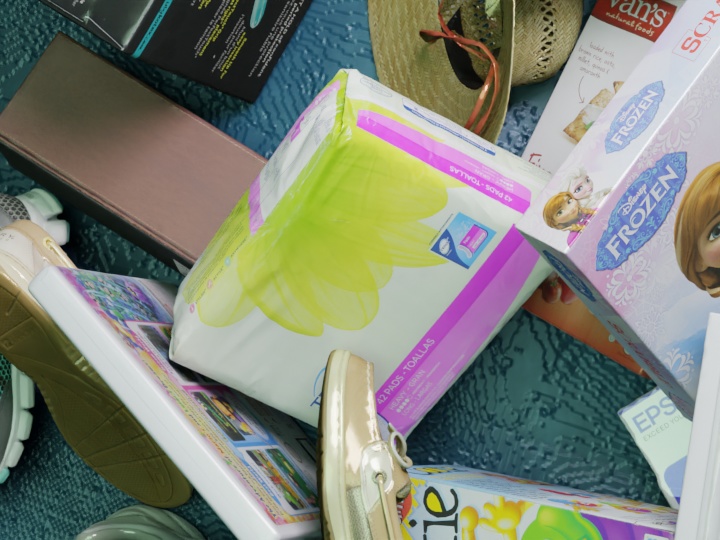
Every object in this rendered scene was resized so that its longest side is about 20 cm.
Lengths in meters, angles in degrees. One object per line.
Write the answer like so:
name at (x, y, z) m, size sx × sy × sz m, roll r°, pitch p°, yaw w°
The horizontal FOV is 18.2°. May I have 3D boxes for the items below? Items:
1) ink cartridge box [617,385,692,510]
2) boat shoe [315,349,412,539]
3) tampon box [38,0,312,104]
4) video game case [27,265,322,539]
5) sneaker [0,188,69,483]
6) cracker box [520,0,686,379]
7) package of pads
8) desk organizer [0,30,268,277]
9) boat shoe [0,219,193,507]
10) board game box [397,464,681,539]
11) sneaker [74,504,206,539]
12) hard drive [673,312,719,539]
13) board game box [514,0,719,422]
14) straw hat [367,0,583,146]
ink cartridge box at (0.274, 0.111, 1.228) m, size 0.197 × 0.043 × 0.201 m, roll -33°, pitch 77°, yaw 14°
boat shoe at (0.011, 0.142, 1.194) m, size 0.063 × 0.073 × 0.202 m, roll -4°, pitch 76°, yaw -3°
tampon box at (-0.108, -0.201, 1.288) m, size 0.126 × 0.200 × 0.151 m, roll 33°, pitch 96°, yaw 17°
video game case at (-0.086, 0.079, 1.276) m, size 0.024 × 0.182 × 0.200 m, roll -44°, pitch 75°, yaw 10°
sneaker at (-0.245, 0.043, 1.371) m, size 0.077 × 0.091 × 0.202 m, roll 4°, pitch 83°, yaw 55°
cracker box at (0.161, -0.055, 1.248) m, size 0.134 × 0.058 × 0.201 m, roll 30°, pitch 96°, yaw 37°
package of pads at (0.000, 0.000, 1.227) m, size 0.154 × 0.068 × 0.200 m, roll 26°, pitch 125°, yaw -17°
desk organizer at (-0.119, -0.055, 1.349) m, size 0.199 × 0.072 × 0.077 m, roll 32°, pitch 80°, yaw 12°
boat shoe at (-0.157, 0.053, 1.340) m, size 0.073 × 0.069 × 0.201 m, roll -19°, pitch 116°, yaw 39°
board game box at (0.102, 0.173, 1.225) m, size 0.199 × 0.105 × 0.104 m, roll 8°, pitch 91°, yaw 36°
sneaker at (-0.085, 0.198, 1.313) m, size 0.199 × 0.099 × 0.079 m, roll 15°, pitch 92°, yaw 18°
hard drive at (0.206, 0.130, 1.159) m, size 0.026 × 0.131 × 0.202 m, roll 6°, pitch 86°, yaw 40°
board game box at (0.196, -0.042, 1.157) m, size 0.201 × 0.199 × 0.041 m, roll -53°, pitch 43°, yaw -6°
straw hat at (0.080, -0.151, 1.280) m, size 0.084 × 0.201 × 0.203 m, roll -5°, pitch 85°, yaw -22°
